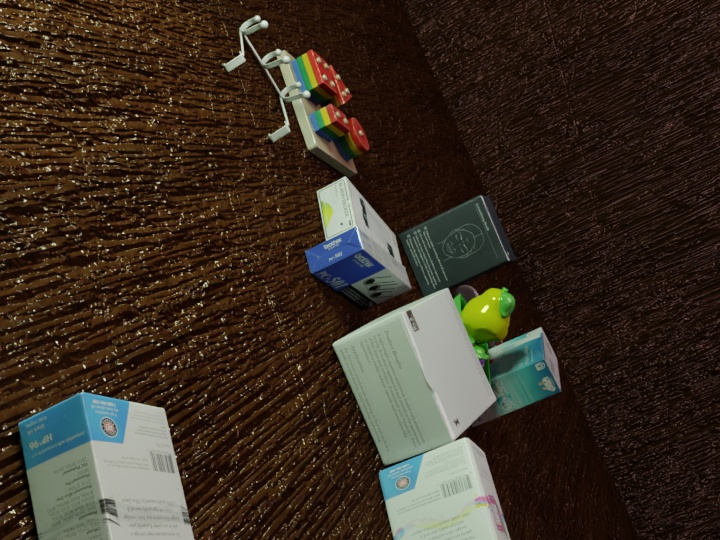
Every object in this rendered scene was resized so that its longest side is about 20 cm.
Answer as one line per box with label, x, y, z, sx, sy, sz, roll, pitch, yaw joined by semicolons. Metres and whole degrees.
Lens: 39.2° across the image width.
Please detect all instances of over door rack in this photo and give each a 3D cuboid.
over door rack;-0.145;-0.318;1.636;0.149;0.066;0.201;57;18;-27

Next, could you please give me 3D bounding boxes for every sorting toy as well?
sorting toy;-0.058;-0.299;1.877;0.198;0.069;0.202;24;44;-67

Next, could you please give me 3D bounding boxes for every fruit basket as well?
fruit basket;0.227;0.128;1.953;0.157;0.214;0.216;58;18;-22

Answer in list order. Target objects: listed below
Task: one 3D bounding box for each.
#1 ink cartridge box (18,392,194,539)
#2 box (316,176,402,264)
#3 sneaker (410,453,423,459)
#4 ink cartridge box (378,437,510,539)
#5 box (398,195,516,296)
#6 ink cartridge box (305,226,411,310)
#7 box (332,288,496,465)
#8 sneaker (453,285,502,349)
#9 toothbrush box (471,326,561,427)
ink cartridge box;-0.184;0.205;0.773;0.116;0.067;0.202;31;38;-63
box;0.003;-0.056;1.749;0.200;0.060;0.118;47;25;-50
sneaker;0.127;0.343;1.585;0.202;0.075;0.092;-85;155;-45
ink cartridge box;0.123;0.358;1.398;0.085;0.143;0.202;45;26;-53
box;0.205;-0.049;2.129;0.150;0.198;0.107;67;17;5
ink cartridge box;0.000;0.000;1.601;0.200;0.093;0.045;38;31;-59
box;0.086;0.156;1.532;0.199;0.130;0.201;-21;88;-62
sneaker;0.283;0.130;2.357;0.082;0.076;0.202;30;39;-73
toothbrush box;0.298;0.216;2.055;0.086;0.198;0.147;59;18;-16
